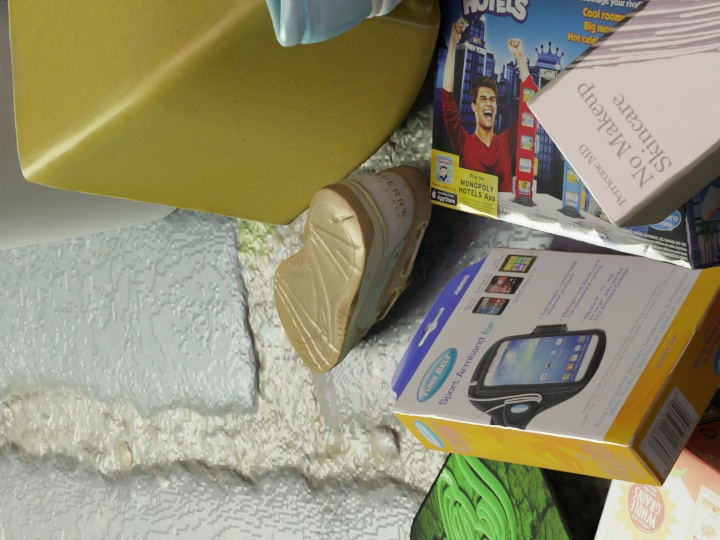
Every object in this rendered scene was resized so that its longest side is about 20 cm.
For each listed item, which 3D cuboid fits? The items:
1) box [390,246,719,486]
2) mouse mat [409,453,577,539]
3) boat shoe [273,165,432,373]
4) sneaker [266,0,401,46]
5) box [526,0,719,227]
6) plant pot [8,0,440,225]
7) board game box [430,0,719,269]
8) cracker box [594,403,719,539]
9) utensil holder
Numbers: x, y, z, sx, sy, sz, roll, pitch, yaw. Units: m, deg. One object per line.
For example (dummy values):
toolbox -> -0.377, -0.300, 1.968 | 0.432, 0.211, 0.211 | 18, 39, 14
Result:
box -> 0.105, 0.047, 1.216 | 0.200, 0.119, 0.041 | 3, 143, 51
mouse mat -> 0.082, 0.180, 1.298 | 0.161, 0.007, 0.200 | 115, 147, -41
boat shoe -> 0.000, 0.000, 1.361 | 0.074, 0.069, 0.200 | 58, 157, 14
sneaker -> -0.062, -0.200, 1.140 | 0.200, 0.082, 0.074 | 55, 161, 13
box -> 0.182, -0.110, 1.069 | 0.200, 0.068, 0.082 | -41, 77, 22
plant pot -> -0.064, -0.158, 1.282 | 0.200, 0.194, 0.196 | -25, 64, 46
board game box -> 0.126, -0.119, 1.195 | 0.200, 0.062, 0.201 | 17, 109, 47
cracker box -> 0.180, 0.186, 1.198 | 0.134, 0.058, 0.201 | 37, 123, 41
utensil holder -> -0.226, -0.097, 1.501 | 0.170, 0.199, 0.171 | 12, 107, 46
